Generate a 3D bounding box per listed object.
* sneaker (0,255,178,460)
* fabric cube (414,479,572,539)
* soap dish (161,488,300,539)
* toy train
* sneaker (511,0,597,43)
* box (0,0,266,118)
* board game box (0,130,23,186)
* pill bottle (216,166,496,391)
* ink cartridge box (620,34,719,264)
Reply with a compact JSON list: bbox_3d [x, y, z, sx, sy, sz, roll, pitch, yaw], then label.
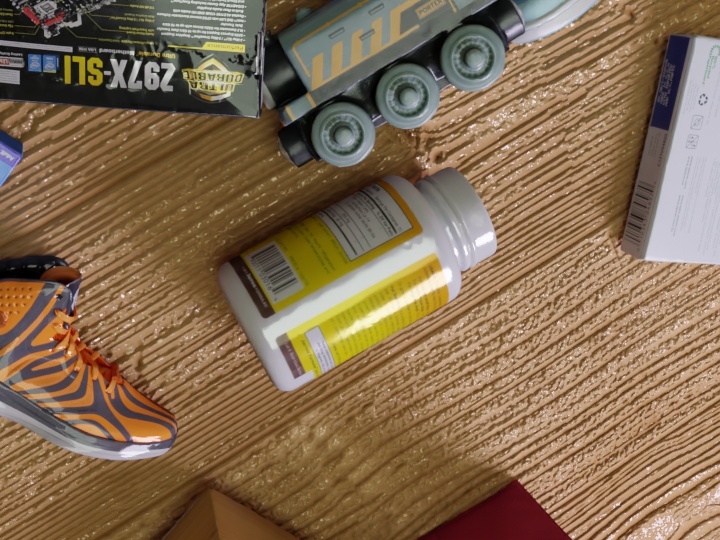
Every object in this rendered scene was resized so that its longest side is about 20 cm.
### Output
[{"bbox_3d":[-0.208,0.060,0.671,0.200,0.078,0.112,26,99,-26],"label":"sneaker"},{"bbox_3d":[0.135,0.352,0.830,0.200,0.199,0.196,-28,114,-9],"label":"fabric cube"},{"bbox_3d":[-0.128,0.301,0.781,0.157,0.081,0.200,39,93,-27],"label":"soap dish"},{"bbox_3d":[0.016,-0.158,0.669,0.200,0.085,0.114,-29,103,7],"label":"toy train"},{"bbox_3d":[0.149,-0.276,0.688,0.200,0.080,0.131,-49,119,-10],"label":"sneaker"},{"bbox_3d":[-0.159,-0.187,0.598,0.200,0.049,0.160,2,109,-7],"label":"box"},{"bbox_3d":[-0.343,-0.042,0.604,0.152,0.045,0.200,35,95,-27],"label":"board game box"},{"bbox_3d":[0.000,0.000,0.709,0.200,0.109,0.109,-28,115,-9],"label":"pill bottle"},{"bbox_3d":[0.345,-0.102,0.838,0.200,0.041,0.200,3,107,-21],"label":"ink cartridge box"}]
